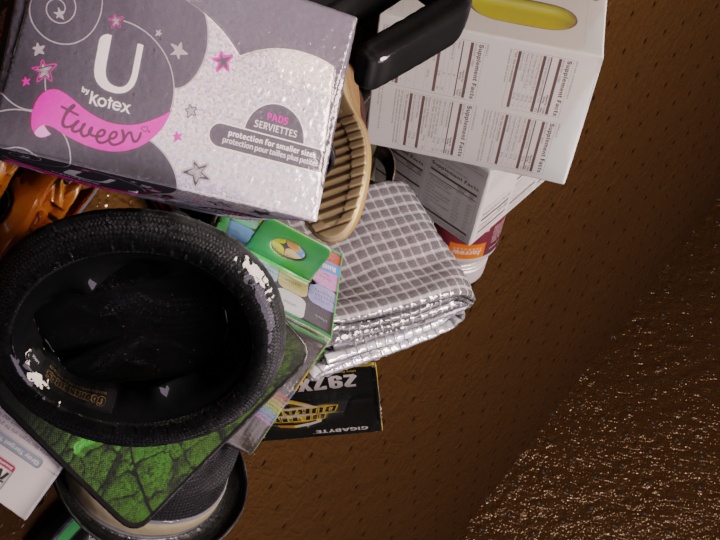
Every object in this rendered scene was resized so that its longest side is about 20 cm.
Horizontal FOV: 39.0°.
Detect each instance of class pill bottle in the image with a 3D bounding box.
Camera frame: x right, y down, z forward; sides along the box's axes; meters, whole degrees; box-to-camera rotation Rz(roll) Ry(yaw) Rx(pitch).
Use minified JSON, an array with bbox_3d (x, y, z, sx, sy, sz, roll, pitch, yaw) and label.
[{"bbox_3d":[0.135,-0.084,1.326,0.114,0.113,0.202,-37,150,-37],"label":"pill bottle"}]

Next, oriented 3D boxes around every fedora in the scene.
[{"bbox_3d":[-0.151,0.025,0.702,0.092,0.197,0.203,-100,-151,-60],"label":"fedora"},{"bbox_3d":[-0.175,0.159,0.918,0.200,0.201,0.092,-24,160,-51],"label":"fedora"}]

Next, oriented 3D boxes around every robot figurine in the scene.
[{"bbox_3d":[-0.211,-0.089,0.693,0.201,0.058,0.145,-54,158,-4],"label":"robot figurine"}]

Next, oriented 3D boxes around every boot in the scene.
[{"bbox_3d":[-0.015,-0.095,0.942,0.167,0.071,0.203,64,21,-66],"label":"boot"}]

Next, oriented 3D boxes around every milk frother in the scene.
[{"bbox_3d":[-0.028,-0.196,0.817,0.188,0.181,0.200,-38,177,-33],"label":"milk frother"}]

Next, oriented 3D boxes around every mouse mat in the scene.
[{"bbox_3d":[-0.157,0.077,0.777,0.200,0.161,0.008,-45,-168,-7],"label":"mouse mat"}]

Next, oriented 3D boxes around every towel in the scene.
[{"bbox_3d":[0.000,0.000,1.041,0.197,0.167,0.086,-15,151,-28],"label":"towel"}]

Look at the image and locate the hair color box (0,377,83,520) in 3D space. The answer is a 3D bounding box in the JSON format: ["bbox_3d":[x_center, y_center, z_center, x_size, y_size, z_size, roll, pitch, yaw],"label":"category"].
[{"bbox_3d":[-0.239,0.077,0.792,0.201,0.099,0.061,-54,-167,-5],"label":"hair color box"}]

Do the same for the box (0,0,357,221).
[{"bbox_3d":[-0.120,-0.111,0.613,0.197,0.114,0.135,12,88,-26],"label":"box"}]

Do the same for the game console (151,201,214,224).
[{"bbox_3d":[-0.115,-0.108,0.912,0.178,0.031,0.201,-55,159,-17],"label":"game console"}]

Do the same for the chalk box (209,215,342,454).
[{"bbox_3d":[-0.095,0.032,0.874,0.201,0.123,0.125,-55,-165,31],"label":"chalk box"}]

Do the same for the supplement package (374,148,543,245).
[{"bbox_3d":[0.132,-0.156,1.171,0.199,0.155,0.112,-38,153,-36],"label":"supplement package"}]

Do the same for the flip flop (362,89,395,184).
[{"bbox_3d":[0.011,-0.116,1.105,0.081,0.057,0.202,-34,148,-42],"label":"flip flop"}]

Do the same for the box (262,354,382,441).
[{"bbox_3d":[-0.077,0.131,1.111,0.161,0.196,0.050,84,1,-54],"label":"box"}]

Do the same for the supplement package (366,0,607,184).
[{"bbox_3d":[0.119,-0.205,0.966,0.152,0.196,0.153,97,7,-48],"label":"supplement package"}]

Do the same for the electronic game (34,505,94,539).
[{"bbox_3d":[-0.284,0.295,1.079,0.200,0.041,0.201,-44,154,-28],"label":"electronic game"}]
